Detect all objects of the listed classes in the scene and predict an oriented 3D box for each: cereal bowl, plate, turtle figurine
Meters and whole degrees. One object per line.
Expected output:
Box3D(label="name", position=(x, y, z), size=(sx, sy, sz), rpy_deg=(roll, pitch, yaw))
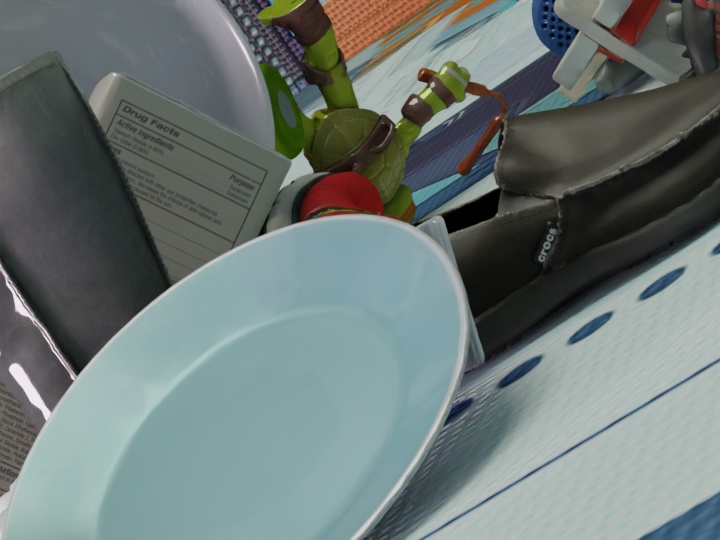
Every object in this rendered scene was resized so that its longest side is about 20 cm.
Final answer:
Box3D(label="cereal bowl", position=(-0.147, -0.060, 1.167), size=(0.200, 0.200, 0.083), rpy_deg=(-38, 13, -19))
Box3D(label="plate", position=(-0.042, 0.062, 0.849), size=(0.200, 0.026, 0.201), rpy_deg=(-26, 36, 21))
Box3D(label="turtle figurine", position=(-0.019, -0.068, 1.358), size=(0.200, 0.161, 0.064), rpy_deg=(-40, 25, 1))

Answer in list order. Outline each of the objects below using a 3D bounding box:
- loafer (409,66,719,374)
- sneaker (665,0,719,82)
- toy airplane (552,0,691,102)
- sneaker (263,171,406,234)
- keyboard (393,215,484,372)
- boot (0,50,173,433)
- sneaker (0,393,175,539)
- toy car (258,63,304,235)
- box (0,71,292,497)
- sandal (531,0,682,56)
Box3D(label="loafer", position=(0.081, -0.032, 0.914), size=(0.200, 0.071, 0.073), rpy_deg=(-35, 8, 9))
Box3D(label="sneaker", position=(0.205, -0.153, 1.079), size=(0.098, 0.071, 0.201), rpy_deg=(9, 55, 30))
Box3D(label="toy airplane", position=(0.168, -0.173, 1.256), size=(0.200, 0.141, 0.200), rpy_deg=(-138, 64, -74))
Box3D(label="sneaker", position=(0.000, 0.000, 1.158), size=(0.085, 0.077, 0.200), rpy_deg=(-14, 18, 13))
Box3D(label="keyboard", position=(-0.005, 0.030, 0.944), size=(0.011, 0.056, 0.200), rpy_deg=(-19, -5, -28))
Box3D(label="boot", position=(-0.145, 0.037, 0.995), size=(0.182, 0.200, 0.073), rpy_deg=(-35, 9, 3))
Box3D(label="sneaker", position=(-0.115, 0.117, 0.925), size=(0.200, 0.076, 0.081), rpy_deg=(-37, 23, 6))
Box3D(label="toy car", position=(-0.103, 0.009, 1.258), size=(0.164, 0.158, 0.200), rpy_deg=(-20, 25, 16))
Box3D(label="box", position=(-0.117, 0.020, 1.083), size=(0.201, 0.095, 0.078), rpy_deg=(-64, 11, -5))
Box3D(label="sandal", position=(0.177, -0.185, 1.427), size=(0.200, 0.080, 0.087), rpy_deg=(-32, 12, 37))
